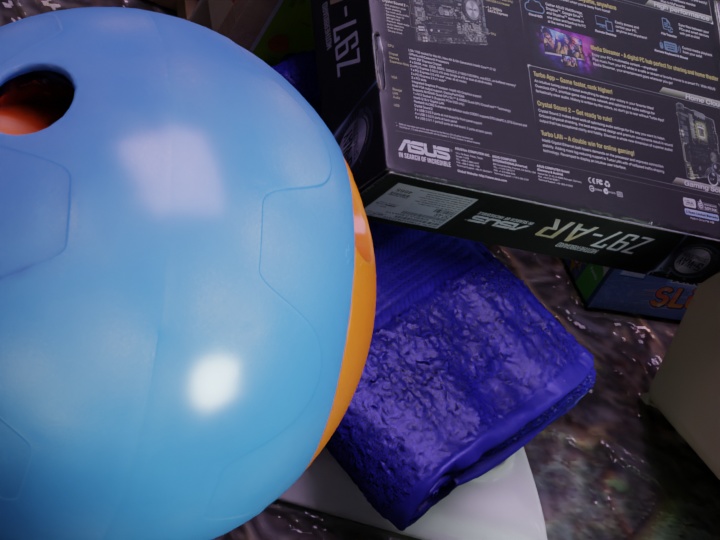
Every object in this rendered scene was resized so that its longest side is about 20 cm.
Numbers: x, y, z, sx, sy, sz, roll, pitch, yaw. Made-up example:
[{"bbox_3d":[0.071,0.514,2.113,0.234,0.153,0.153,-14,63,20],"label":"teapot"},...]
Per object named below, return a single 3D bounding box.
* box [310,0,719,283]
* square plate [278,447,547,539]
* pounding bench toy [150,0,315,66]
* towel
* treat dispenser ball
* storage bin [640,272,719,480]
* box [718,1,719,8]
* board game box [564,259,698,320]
[{"bbox_3d":[0.073,-0.088,1.300,0.199,0.043,0.161,10,62,-33],"label":"box"},{"bbox_3d":[-0.013,0.028,1.298,0.197,0.028,0.200,17,37,-23],"label":"square plate"},{"bbox_3d":[0.013,-0.115,1.418,0.199,0.124,0.156,18,35,-22],"label":"pounding bench toy"},{"bbox_3d":[0.000,0.000,1.258,0.200,0.050,0.148,47,40,10],"label":"towel"},{"bbox_3d":[-0.094,0.005,1.098,0.200,0.201,0.201,23,34,-16],"label":"treat dispenser ball"},{"bbox_3d":[0.247,0.079,1.329,0.198,0.094,0.200,24,9,-14],"label":"storage bin"},{"bbox_3d":[0.129,-0.124,1.560,0.137,0.039,0.200,32,22,19],"label":"box"},{"bbox_3d":[0.178,-0.027,1.528,0.199,0.035,0.136,8,40,-33],"label":"board game box"}]
